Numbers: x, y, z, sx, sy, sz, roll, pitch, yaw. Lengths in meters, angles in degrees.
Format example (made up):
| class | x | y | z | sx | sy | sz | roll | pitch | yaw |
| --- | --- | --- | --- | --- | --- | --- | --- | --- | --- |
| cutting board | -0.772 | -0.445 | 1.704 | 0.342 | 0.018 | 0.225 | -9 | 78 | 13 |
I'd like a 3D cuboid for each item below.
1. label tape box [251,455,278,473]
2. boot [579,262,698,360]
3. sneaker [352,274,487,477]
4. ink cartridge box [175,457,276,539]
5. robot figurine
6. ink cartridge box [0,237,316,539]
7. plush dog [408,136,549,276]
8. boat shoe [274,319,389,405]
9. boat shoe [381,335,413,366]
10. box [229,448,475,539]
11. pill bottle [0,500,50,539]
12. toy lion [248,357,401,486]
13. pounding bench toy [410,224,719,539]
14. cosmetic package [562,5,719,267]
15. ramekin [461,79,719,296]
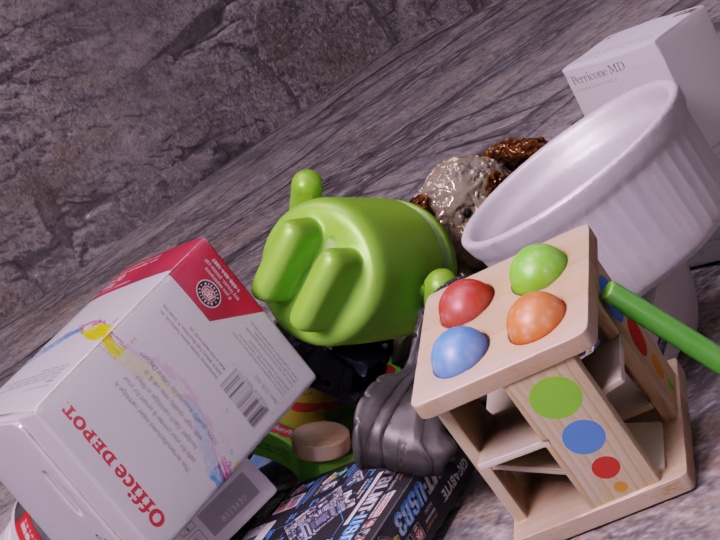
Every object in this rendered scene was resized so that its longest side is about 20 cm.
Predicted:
| class | x | y | z | sx | sy | sz | roll | pitch | yaw |
| --- | --- | --- | --- | --- | --- | --- | --- | --- | --- |
| label tape box | -0.124 | 0.159 | 1.601 | 0.143 | 0.066 | 0.200 | -31 | 33 | -1 |
| boot | 0.191 | 0.049 | 1.296 | 0.090 | 0.073 | 0.200 | -16 | 18 | 28 |
| sneaker | 0.071 | 0.082 | 1.271 | 0.091 | 0.076 | 0.200 | 14 | 48 | 24 |
| ink cartridge box | -0.161 | 0.221 | 1.372 | 0.161 | 0.050 | 0.200 | -44 | 7 | -22 |
| robot figurine | 0.000 | 0.000 | 1.381 | 0.200 | 0.175 | 0.116 | -2 | -58 | -57 |
| ink cartridge box | -0.169 | 0.102 | 1.308 | 0.145 | 0.145 | 0.200 | -17 | 24 | 52 |
| plush dog | 0.118 | -0.025 | 1.535 | 0.200 | 0.172 | 0.160 | -38 | 14 | -28 |
| boat shoe | -0.015 | 0.066 | 1.483 | 0.075 | 0.093 | 0.200 | -67 | -10 | 18 |
| boat shoe | 0.028 | 0.050 | 1.598 | 0.072 | 0.068 | 0.200 | -38 | -10 | -19 |
| box | -0.033 | 0.205 | 1.264 | 0.198 | 0.050 | 0.200 | -24 | 13 | 28 |
| pill bottle | -0.226 | 0.202 | 1.471 | 0.200 | 0.114 | 0.114 | -48 | 0 | 34 |
| toy lion | -0.032 | 0.120 | 1.484 | 0.192 | 0.069 | 0.200 | -22 | 28 | -39 |
| pounding bench toy | 0.153 | 0.055 | 1.107 | 0.200 | 0.156 | 0.124 | -25 | 27 | 22 |
| cosmetic package | 0.269 | -0.109 | 1.450 | 0.081 | 0.200 | 0.113 | -39 | 14 | -36 |
| ramekin | 0.183 | -0.045 | 1.307 | 0.200 | 0.098 | 0.200 | -37 | 10 | 8 |
